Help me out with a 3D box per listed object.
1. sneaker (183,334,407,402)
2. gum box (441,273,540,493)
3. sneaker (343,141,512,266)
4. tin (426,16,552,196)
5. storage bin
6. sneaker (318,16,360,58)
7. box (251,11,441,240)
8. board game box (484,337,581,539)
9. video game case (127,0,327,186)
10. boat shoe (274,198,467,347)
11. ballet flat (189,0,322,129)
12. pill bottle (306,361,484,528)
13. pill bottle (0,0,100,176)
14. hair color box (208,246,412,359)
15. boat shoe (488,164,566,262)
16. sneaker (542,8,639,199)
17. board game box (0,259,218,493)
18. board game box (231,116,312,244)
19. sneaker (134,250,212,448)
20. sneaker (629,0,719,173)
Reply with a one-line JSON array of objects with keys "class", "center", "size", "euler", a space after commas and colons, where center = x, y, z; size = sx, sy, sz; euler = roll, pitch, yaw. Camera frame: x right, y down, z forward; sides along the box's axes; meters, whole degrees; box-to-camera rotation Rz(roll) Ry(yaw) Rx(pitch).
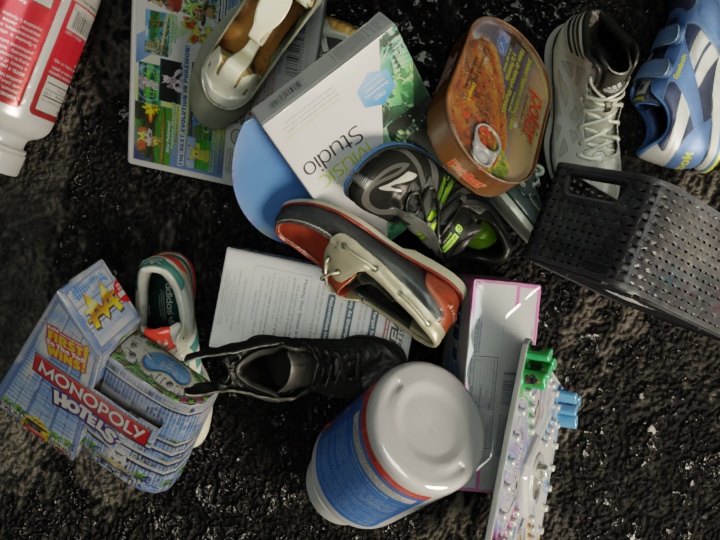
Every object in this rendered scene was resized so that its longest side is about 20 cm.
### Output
[{"class": "sneaker", "center": [-0.053, 0.090, 0.688], "size": [0.195, 0.104, 0.062], "euler": [3, 92, 0]}, {"class": "gum box", "center": [0.118, 0.108, 0.740], "size": [0.065, 0.113, 0.205], "euler": [5, 92, -5]}, {"class": "sneaker", "center": [0.072, -0.057, 0.713], "size": [0.197, 0.083, 0.071], "euler": [22, 114, -34]}, {"class": "tin", "center": [0.124, -0.155, 0.717], "size": [0.111, 0.042, 0.202], "euler": [34, 52, -14]}, {"class": "storage bin", "center": [0.264, -0.013, 0.694], "size": [0.197, 0.135, 0.096], "euler": [20, 93, -31]}, {"class": "sneaker", "center": [-0.050, -0.214, 0.764], "size": [0.196, 0.076, 0.089], "euler": [21, 106, 4]}, {"class": "box", "center": [0.008, -0.114, 0.716], "size": [0.143, 0.037, 0.201], "euler": [-36, 135, 1]}, {"class": "board game box", "center": [0.159, 0.186, 0.685], "size": [0.025, 0.200, 0.204], "euler": [7, 72, 26]}, {"class": "video game case", "center": [-0.134, -0.181, 0.739], "size": [0.178, 0.022, 0.203], "euler": [12, 120, 0]}, {"class": "boat shoe", "center": [0.000, 0.000, 0.702], "size": [0.197, 0.072, 0.063], "euler": [28, 64, 11]}, {"class": "ballet flat", "center": [-0.099, -0.201, 0.674], "size": [0.067, 0.064, 0.200], "euler": [35, 117, -14]}, {"class": "pill bottle", "center": [0.019, 0.171, 0.699], "size": [0.110, 0.200, 0.114], "euler": [13, 57, -21]}, {"class": "pill bottle", "center": [-0.337, -0.201, 0.737], "size": [0.110, 0.112, 0.204], "euler": [23, 92, 0]}, {"class": "hair color box", "center": [-0.044, 0.044, 0.768], "size": [0.195, 0.061, 0.102], "euler": [12, 92, 0]}, {"class": "boat shoe", "center": [0.152, -0.093, 0.758], "size": [0.061, 0.073, 0.201], "euler": [-39, 85, 2]}, {"class": "sneaker", "center": [0.222, -0.149, 0.734], "size": [0.074, 0.115, 0.205], "euler": [-8, 92, 0]}, {"class": "board game box", "center": [-0.239, 0.101, 0.713], "size": [0.198, 0.062, 0.202], "euler": [33, 128, 5]}, {"class": "board game box", "center": [-0.034, -0.117, 0.745], "size": [0.197, 0.039, 0.160], "euler": [-28, 134, -7]}, {"class": "sneaker", "center": [-0.192, 0.082, 0.754], "size": [0.069, 0.093, 0.205], "euler": [-5, 92, 1]}, {"class": "sneaker", "center": [0.312, -0.199, 0.754], "size": [0.080, 0.074, 0.205], "euler": [-1, 91, 2]}]
